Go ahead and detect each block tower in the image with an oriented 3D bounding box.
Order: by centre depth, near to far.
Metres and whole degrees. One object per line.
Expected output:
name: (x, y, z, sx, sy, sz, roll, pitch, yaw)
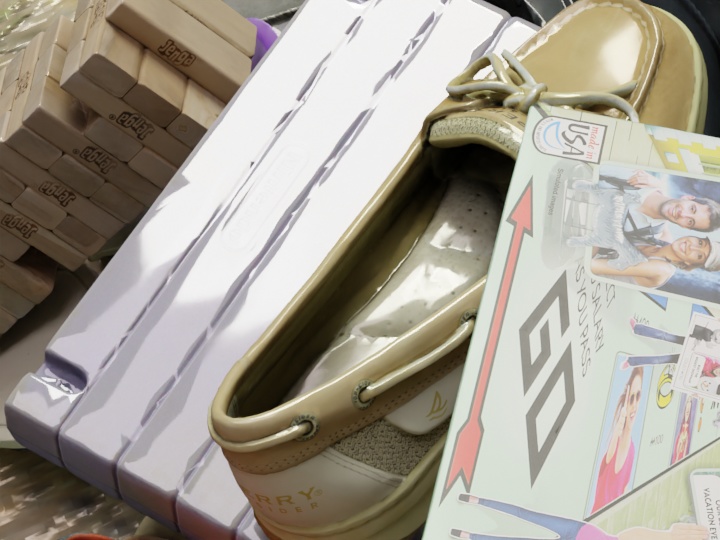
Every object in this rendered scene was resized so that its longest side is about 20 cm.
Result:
block tower: (-0.121, -0.024, 0.829, 0.200, 0.058, 0.054, -40, 28, 31)

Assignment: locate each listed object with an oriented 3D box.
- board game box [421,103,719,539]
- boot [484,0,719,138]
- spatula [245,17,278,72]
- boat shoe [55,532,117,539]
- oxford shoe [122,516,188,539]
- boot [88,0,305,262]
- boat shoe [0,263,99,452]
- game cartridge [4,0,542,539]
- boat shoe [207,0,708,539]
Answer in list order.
board game box: (0.086, 0.051, 0.573, 0.134, 0.029, 0.201, 11, 50, 6)
boot: (0.135, -0.079, 0.850, 0.167, 0.077, 0.201, -17, 66, -17)
spatula: (-0.088, -0.026, 0.864, 0.199, 0.020, 0.057, -29, 72, 35)
boat shoe: (-0.010, 0.130, 0.670, 0.199, 0.063, 0.071, 35, 42, 9)
oxford shoe: (0.012, 0.103, 0.742, 0.199, 0.071, 0.074, 17, 49, 28)
boot: (-0.030, -0.102, 0.949, 0.199, 0.073, 0.183, -21, 46, 10)
boat shoe: (-0.075, 0.041, 0.834, 0.199, 0.063, 0.073, 0, 59, 45)
game cartridge: (0.000, 0.000, 0.742, 0.129, 0.038, 0.200, 29, 64, 14)
boat shoe: (0.030, -0.011, 0.684, 0.073, 0.063, 0.201, 24, 64, 38)
